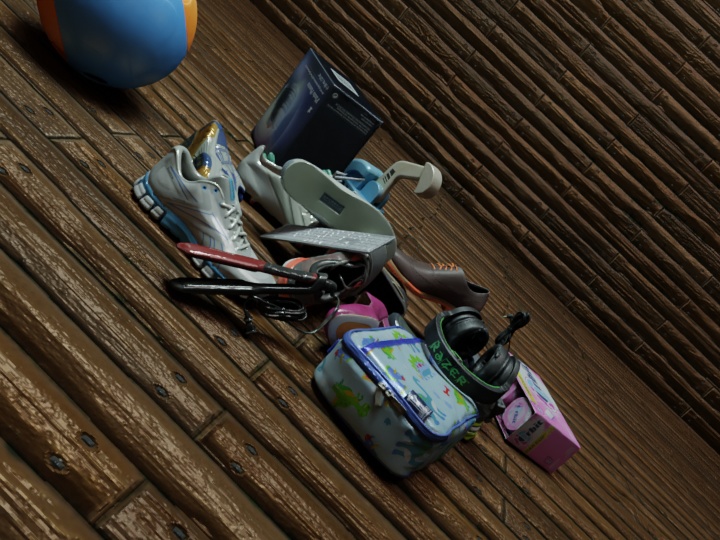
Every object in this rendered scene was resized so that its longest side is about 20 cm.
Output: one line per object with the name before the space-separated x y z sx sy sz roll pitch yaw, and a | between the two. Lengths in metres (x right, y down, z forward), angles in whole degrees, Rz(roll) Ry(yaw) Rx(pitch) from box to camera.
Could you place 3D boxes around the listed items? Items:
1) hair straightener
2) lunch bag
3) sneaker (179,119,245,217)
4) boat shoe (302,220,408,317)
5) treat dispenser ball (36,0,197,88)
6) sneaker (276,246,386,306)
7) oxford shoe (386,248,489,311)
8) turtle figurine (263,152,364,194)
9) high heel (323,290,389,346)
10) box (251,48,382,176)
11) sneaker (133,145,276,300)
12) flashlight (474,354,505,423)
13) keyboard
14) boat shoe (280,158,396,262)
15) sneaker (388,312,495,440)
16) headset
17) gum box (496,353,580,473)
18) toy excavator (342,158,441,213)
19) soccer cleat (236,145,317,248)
hair straightener | -0.103 0.027 0.700 0.197 0.079 0.041 11 7 -38
lunch bag | 0.044 0.136 0.759 0.161 0.083 0.199 46 15 21
sneaker | -0.193 -0.122 0.879 0.088 0.075 0.202 47 18 -32
boat shoe | 0.000 0.000 0.985 0.199 0.075 0.073 37 4 -19
treat dispenser ball | -0.313 -0.343 0.881 0.200 0.201 0.202 39 16 -13
sneaker | -0.013 0.004 0.850 0.199 0.081 0.079 -26 109 -49
oxford shoe | 0.117 0.009 1.050 0.198 0.073 0.072 31 19 -27
turtle figurine | -0.073 -0.120 1.084 0.197 0.102 0.150 26 -6 -1
high heel | -0.010 0.050 0.851 0.097 0.067 0.199 60 17 23
box | -0.087 -0.258 1.219 0.122 0.199 0.201 29 20 -32
sneaker | -0.157 -0.055 0.742 0.200 0.087 0.075 45 14 1
flashlight | 0.156 0.147 1.043 0.068 0.068 0.201 39 20 -27
keyboard | -0.047 -0.043 0.874 0.197 0.011 0.056 9 21 41
boat shoe | -0.029 -0.088 0.943 0.200 0.070 0.072 39 8 -21
sneaker | 0.111 0.130 0.930 0.200 0.081 0.074 48 17 17
headset | 0.158 0.094 0.853 0.124 0.094 0.199 51 23 18
gum box | 0.267 0.218 1.110 0.113 0.066 0.201 38 16 -22
toy excavator | 0.029 -0.157 1.241 0.099 0.201 0.195 17 29 -55
soccer cleat | -0.099 -0.099 1.008 0.199 0.078 0.069 40 16 -11
